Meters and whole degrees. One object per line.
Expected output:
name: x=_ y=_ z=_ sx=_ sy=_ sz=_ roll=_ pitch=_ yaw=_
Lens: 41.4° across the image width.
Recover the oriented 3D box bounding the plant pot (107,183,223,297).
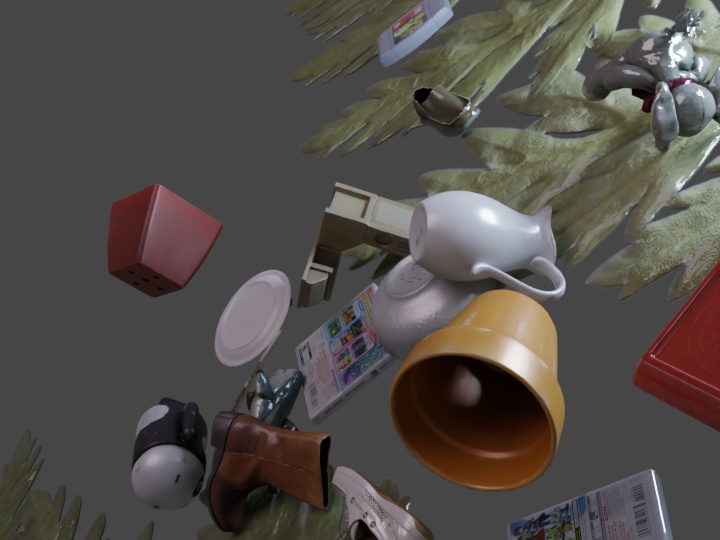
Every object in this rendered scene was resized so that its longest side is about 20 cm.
plant pot: x=-0.467 y=-0.053 z=2.188 sx=0.198 sy=0.199 sz=0.179 roll=-14 pitch=54 yaw=43

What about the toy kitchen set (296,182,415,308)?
toy kitchen set: x=0.000 y=0.000 z=1.608 sx=0.202 sy=0.178 sz=0.164 roll=106 pitch=-178 yaw=-45

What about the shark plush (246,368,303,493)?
shark plush: x=-0.128 y=0.236 z=1.462 sx=0.202 sy=0.082 sz=0.092 roll=-96 pitch=21 yaw=-45

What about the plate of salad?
plate of salad: x=-0.196 y=0.091 z=1.775 sx=0.199 sy=0.048 sz=0.202 roll=-28 pitch=43 yaw=30

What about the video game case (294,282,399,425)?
video game case: x=-0.022 y=0.129 z=1.522 sx=0.181 sy=0.024 sz=0.201 roll=-40 pitch=28 yaw=10

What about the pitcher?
pitcher: x=0.175 y=-0.028 z=1.299 sx=0.173 sy=0.197 sz=0.122 roll=-101 pitch=22 yaw=-48

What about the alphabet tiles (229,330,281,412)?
alphabet tiles: x=-0.184 y=0.188 z=1.566 sx=0.168 sy=0.006 sz=0.200 roll=-61 pitch=0 yaw=20

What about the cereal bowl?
cereal bowl: x=0.095 y=0.033 z=1.403 sx=0.198 sy=0.084 sz=0.201 roll=-27 pitch=32 yaw=19

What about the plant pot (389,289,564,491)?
plant pot: x=0.157 y=0.125 z=1.139 sx=0.198 sy=0.201 sz=0.184 roll=-22 pitch=20 yaw=36

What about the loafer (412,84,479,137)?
loafer: x=0.151 y=-0.306 z=1.796 sx=0.075 sy=0.070 sz=0.199 roll=-49 pitch=29 yaw=-7

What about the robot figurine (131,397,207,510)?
robot figurine: x=-0.315 y=0.304 z=1.586 sx=0.123 sy=0.152 sz=0.201 roll=-11 pitch=32 yaw=0

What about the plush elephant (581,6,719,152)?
plush elephant: x=0.423 y=-0.237 z=1.292 sx=0.200 sy=0.162 sz=0.157 roll=123 pitch=139 yaw=-70

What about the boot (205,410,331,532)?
boot: x=-0.125 y=0.308 z=1.373 sx=0.197 sy=0.068 sz=0.192 roll=9 pitch=95 yaw=30

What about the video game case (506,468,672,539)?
video game case: x=0.231 y=0.315 z=0.952 sx=0.181 sy=0.022 sz=0.202 roll=-30 pitch=33 yaw=27

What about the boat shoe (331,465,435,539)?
boat shoe: x=0.010 y=0.310 z=1.197 sx=0.070 sy=0.071 sz=0.199 roll=-50 pitch=30 yaw=-12

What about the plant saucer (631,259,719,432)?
plant saucer: x=0.406 y=0.070 z=1.016 sx=0.200 sy=0.037 sz=0.200 roll=-49 pitch=28 yaw=-6

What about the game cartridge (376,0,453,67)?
game cartridge: x=0.121 y=-0.556 z=2.194 sx=0.199 sy=0.041 sz=0.134 roll=-35 pitch=34 yaw=19
